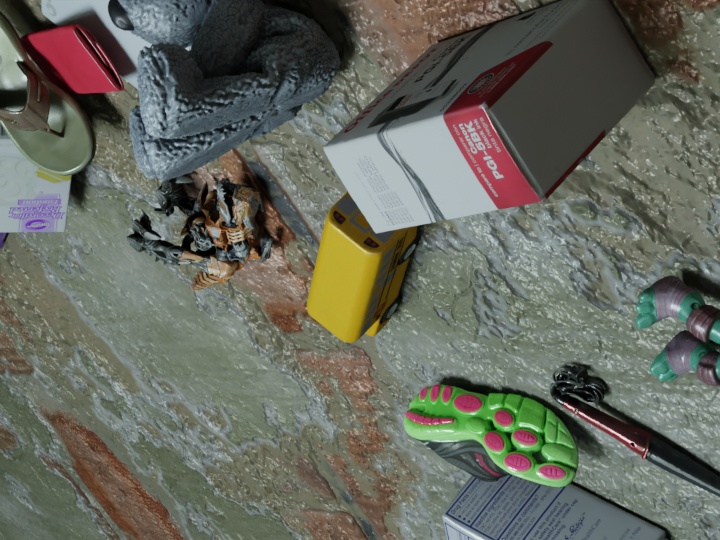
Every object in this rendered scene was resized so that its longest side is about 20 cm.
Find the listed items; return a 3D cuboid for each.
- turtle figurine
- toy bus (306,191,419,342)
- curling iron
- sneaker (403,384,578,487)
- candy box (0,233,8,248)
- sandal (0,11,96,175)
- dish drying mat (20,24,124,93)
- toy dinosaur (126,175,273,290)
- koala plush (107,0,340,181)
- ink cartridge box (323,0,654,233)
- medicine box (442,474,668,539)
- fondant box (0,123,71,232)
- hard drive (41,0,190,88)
[{"bbox_3d":[0.293,0.083,1.253,0.200,0.100,0.151,35,139,48],"label":"turtle figurine"},{"bbox_3d":[0.000,0.000,1.542,0.065,0.078,0.201,37,150,13],"label":"toy bus"},{"bbox_3d":[0.246,0.147,1.469,0.199,0.026,0.050,36,153,16],"label":"curling iron"},{"bbox_3d":[0.132,0.161,1.605,0.199,0.077,0.084,18,159,45],"label":"sneaker"},{"bbox_3d":[-0.517,-0.017,2.060,0.072,0.200,0.168,44,152,-1],"label":"candy box"},{"bbox_3d":[-0.346,-0.176,1.695,0.201,0.080,0.057,51,-165,-8],"label":"sandal"},{"bbox_3d":[-0.283,-0.206,1.660,0.077,0.018,0.200,55,162,-19],"label":"dish drying mat"},{"bbox_3d":[-0.156,-0.030,1.700,0.135,0.102,0.201,25,128,1],"label":"toy dinosaur"},{"bbox_3d":[-0.133,-0.210,1.395,0.201,0.182,0.177,63,165,8],"label":"koala plush"},{"bbox_3d":[0.088,-0.111,1.214,0.199,0.147,0.083,-10,120,55],"label":"ink cartridge box"},{"bbox_3d":[0.193,0.300,1.658,0.199,0.103,0.183,25,146,32],"label":"medicine box"},{"bbox_3d":[-0.385,-0.112,1.829,0.200,0.143,0.059,115,151,-61],"label":"fondant box"},{"bbox_3d":[-0.217,-0.227,1.581,0.199,0.027,0.132,39,151,11],"label":"hard drive"}]
